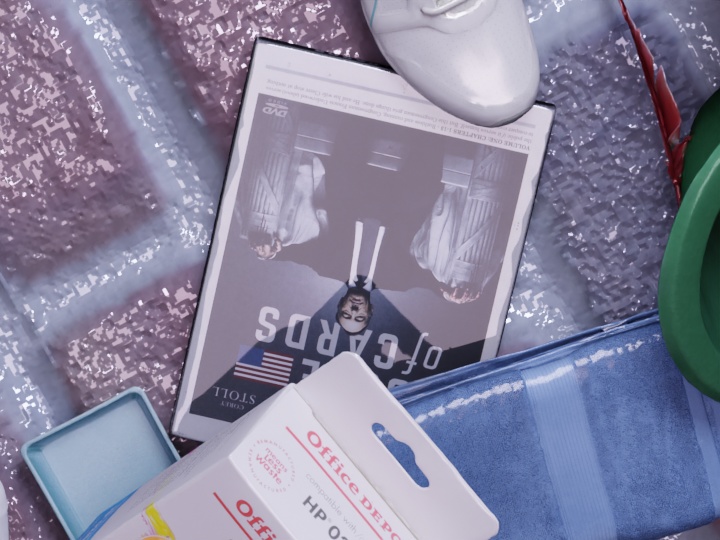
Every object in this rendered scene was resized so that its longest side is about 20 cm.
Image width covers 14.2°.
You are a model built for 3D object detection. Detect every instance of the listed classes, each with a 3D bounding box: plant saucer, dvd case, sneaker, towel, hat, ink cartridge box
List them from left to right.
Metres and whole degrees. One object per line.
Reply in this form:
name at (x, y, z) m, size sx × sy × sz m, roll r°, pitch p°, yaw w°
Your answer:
plant saucer at (-0.092, 0.157, 1.445) m, size 0.070 × 0.019 × 0.200 m, roll -27°, pitch 99°, yaw 6°
ink cartridge box at (-0.045, 0.134, 1.349) m, size 0.115 × 0.068 × 0.200 m, roll 50°, pitch 130°, yaw -5°
dvd case at (0.000, 0.000, 1.411) m, size 0.150 × 0.025 × 0.201 m, roll 13°, pitch 99°, yaw -1°
sneaker at (0.025, -0.156, 1.347) m, size 0.070 × 0.080 × 0.201 m, roll -29°, pitch 96°, yaw -7°
towel at (0.088, 0.091, 1.397) m, size 0.200 × 0.049 × 0.112 m, roll -17°, pitch 107°, yaw -9°
hat at (0.174, -0.060, 1.397) m, size 0.165 × 0.176 × 0.200 m, roll -4°, pitch 119°, yaw -29°

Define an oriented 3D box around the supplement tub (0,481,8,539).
supplement tub at (-0.236, 0.196, 1.392) m, size 0.144 × 0.144 × 0.201 m, roll -1°, pitch 100°, yaw 2°
